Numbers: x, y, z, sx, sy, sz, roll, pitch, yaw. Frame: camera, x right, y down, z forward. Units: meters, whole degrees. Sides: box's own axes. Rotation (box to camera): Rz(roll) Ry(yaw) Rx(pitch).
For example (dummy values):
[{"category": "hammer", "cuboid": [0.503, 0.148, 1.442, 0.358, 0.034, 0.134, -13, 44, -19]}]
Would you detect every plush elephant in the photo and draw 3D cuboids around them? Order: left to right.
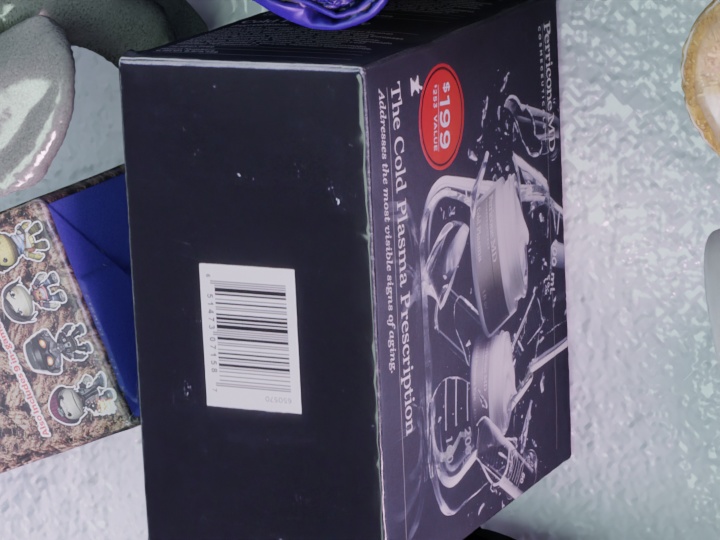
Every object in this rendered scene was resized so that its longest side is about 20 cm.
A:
[{"category": "plush elephant", "cuboid": [-0.168, -0.097, 1.180, 0.165, 0.200, 0.155, 31, 77, 11]}]

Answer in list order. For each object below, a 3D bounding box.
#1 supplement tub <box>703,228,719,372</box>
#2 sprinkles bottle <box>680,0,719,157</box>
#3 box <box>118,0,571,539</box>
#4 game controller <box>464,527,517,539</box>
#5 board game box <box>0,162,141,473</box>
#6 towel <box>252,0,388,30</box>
[{"category": "supplement tub", "cuboid": [0.228, 0.019, 0.990, 0.200, 0.140, 0.140, -16, 96, 16]}, {"category": "sprinkles bottle", "cuboid": [0.175, -0.082, 1.027, 0.068, 0.200, 0.068, 7, 106, 25]}, {"category": "box", "cuboid": [0.000, 0.000, 1.147, 0.104, 0.182, 0.200, 4, 106, 25]}, {"category": "game controller", "cuboid": [0.100, 0.176, 1.202, 0.200, 0.042, 0.104, 20, 110, 37]}, {"category": "board game box", "cuboid": [-0.151, 0.027, 1.242, 0.200, 0.159, 0.097, -20, 94, 30]}, {"category": "towel", "cuboid": [-0.056, -0.146, 1.115, 0.148, 0.200, 0.050, 41, 98, -7]}]
